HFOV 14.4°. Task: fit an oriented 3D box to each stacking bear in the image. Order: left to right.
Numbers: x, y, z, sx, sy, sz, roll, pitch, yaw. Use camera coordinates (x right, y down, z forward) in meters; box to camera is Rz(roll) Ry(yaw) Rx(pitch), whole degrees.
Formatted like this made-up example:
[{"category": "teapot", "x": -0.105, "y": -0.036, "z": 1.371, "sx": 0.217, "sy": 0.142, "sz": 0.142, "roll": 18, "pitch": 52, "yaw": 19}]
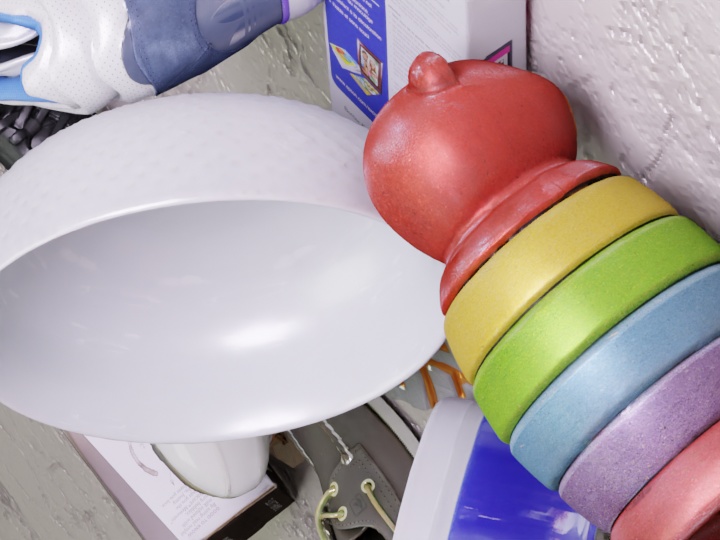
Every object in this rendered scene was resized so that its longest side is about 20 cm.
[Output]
[{"category": "stacking bear", "x": 0.079, "y": 0.007, "z": 1.032, "sx": 0.200, "sy": 0.114, "sz": 0.121, "roll": 51, "pitch": 160, "yaw": 16}]

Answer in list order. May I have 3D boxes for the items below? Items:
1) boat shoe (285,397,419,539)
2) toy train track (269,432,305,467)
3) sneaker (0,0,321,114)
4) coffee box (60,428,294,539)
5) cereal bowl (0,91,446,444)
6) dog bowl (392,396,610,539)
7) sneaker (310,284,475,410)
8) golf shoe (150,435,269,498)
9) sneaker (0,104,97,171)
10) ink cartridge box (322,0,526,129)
[{"category": "boat shoe", "x": 0.015, "y": 0.126, "z": 1.439, "sx": 0.202, "sy": 0.060, "sz": 0.072, "roll": 48, "pitch": 159, "yaw": 20}, {"category": "toy train track", "x": -0.076, "y": 0.031, "z": 1.538, "sx": 0.115, "sy": 0.033, "sz": 0.200, "roll": 31, "pitch": 148, "yaw": 49}, {"category": "sneaker", "x": -0.115, "y": -0.133, "z": 1.171, "sx": 0.200, "sy": 0.146, "sz": 0.081, "roll": 49, "pitch": 160, "yaw": 51}, {"category": "coffee box", "x": -0.131, "y": 0.072, "z": 1.621, "sx": 0.200, "sy": 0.080, "sz": 0.114, "roll": 52, "pitch": 179, "yaw": 10}, {"category": "cereal bowl", "x": -0.063, "y": -0.011, "z": 1.144, "sx": 0.200, "sy": 0.200, "sz": 0.083, "roll": 92, "pitch": 173, "yaw": -59}, {"category": "dog bowl", "x": 0.054, "y": 0.157, "z": 1.193, "sx": 0.079, "sy": 0.200, "sz": 0.200, "roll": 10, "pitch": 147, "yaw": 8}, {"category": "sneaker", "x": 0.000, "y": 0.000, "z": 1.267, "sx": 0.200, "sy": 0.077, "sz": 0.078, "roll": 22, "pitch": 150, "yaw": 27}, {"category": "golf shoe", "x": -0.083, "y": 0.022, "z": 1.431, "sx": 0.092, "sy": 0.073, "sz": 0.200, "roll": 3, "pitch": 109, "yaw": 64}, {"category": "sneaker", "x": -0.164, "y": -0.078, "z": 1.487, "sx": 0.088, "sy": 0.076, "sz": 0.200, "roll": 35, "pitch": 170, "yaw": 48}, {"category": "ink cartridge box", "x": 0.023, "y": -0.095, "z": 1.113, "sx": 0.095, "sy": 0.037, "sz": 0.200, "roll": 45, "pitch": 160, "yaw": 29}]
